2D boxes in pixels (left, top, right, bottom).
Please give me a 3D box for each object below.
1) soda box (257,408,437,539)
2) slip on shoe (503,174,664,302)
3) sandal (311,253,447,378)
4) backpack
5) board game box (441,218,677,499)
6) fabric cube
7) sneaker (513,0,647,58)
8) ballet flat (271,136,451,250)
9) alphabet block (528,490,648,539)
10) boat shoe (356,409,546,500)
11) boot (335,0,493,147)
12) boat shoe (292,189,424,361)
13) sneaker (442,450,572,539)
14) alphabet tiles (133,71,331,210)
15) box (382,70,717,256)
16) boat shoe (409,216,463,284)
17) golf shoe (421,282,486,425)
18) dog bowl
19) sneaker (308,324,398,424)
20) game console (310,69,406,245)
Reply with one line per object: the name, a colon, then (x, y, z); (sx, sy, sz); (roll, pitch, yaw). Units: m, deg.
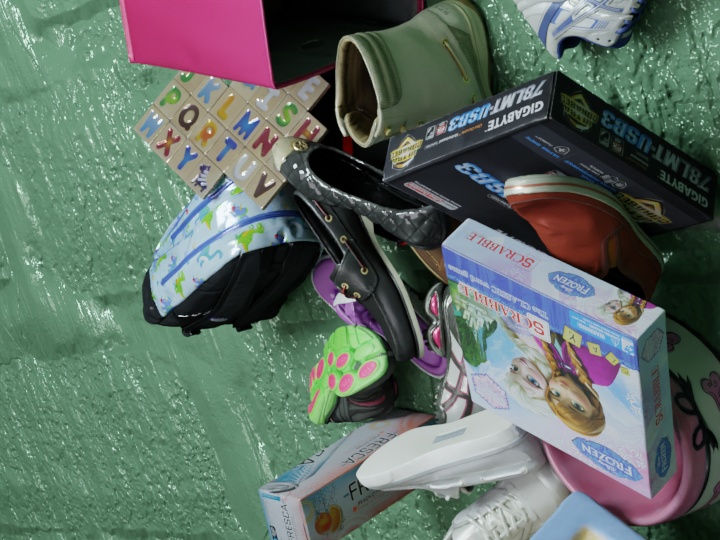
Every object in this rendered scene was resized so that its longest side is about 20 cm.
soda box: (-0.005, 0.208, 1.677); (0.068, 0.200, 0.064); (4, 114, 46)
slip on shoe: (0.183, -0.022, 1.354); (0.074, 0.061, 0.200); (-6, 151, 38)
sandal: (0.017, 0.043, 1.682); (0.202, 0.050, 0.083); (30, 130, 33)
backpack: (-0.121, -0.022, 1.706); (0.200, 0.162, 0.155); (-23, 72, 63)
board game box: (0.166, 0.074, 1.391); (0.200, 0.041, 0.200); (27, 147, 36)
fabric cube: (-0.086, -0.290, 1.499); (0.199, 0.200, 0.197); (14, 120, 43)
sneaker: (0.209, -0.226, 1.331); (0.200, 0.075, 0.088); (-9, 116, 55)
ballet flat: (0.002, -0.082, 1.529); (0.199, 0.066, 0.057); (27, 138, 26)
alphabet block: (0.210, 0.355, 1.486); (0.195, 0.196, 0.200); (37, 160, 29)
boat shoe: (0.086, 0.182, 1.570); (0.199, 0.072, 0.069); (-23, 108, 31)
boot: (0.055, -0.126, 1.468); (0.072, 0.154, 0.201); (2, 110, 46)
boat shoe: (0.000, 0.001, 1.607); (0.202, 0.063, 0.074); (63, 166, 7)
sneaker: (0.139, 0.241, 1.602); (0.078, 0.099, 0.200); (51, 148, 12)
alphabet tiles: (-0.121, -0.152, 1.648); (0.167, 0.008, 0.200); (-50, 54, 5)
box: (0.155, -0.077, 1.378); (0.198, 0.199, 0.050); (-18, 54, 48)
boat shoe: (0.111, -0.007, 1.522); (0.200, 0.072, 0.068); (44, 178, 22)
golf shoe: (0.117, 0.105, 1.592); (0.088, 0.077, 0.201); (1, 111, 40)
dog bowl: (0.240, 0.136, 1.479); (0.200, 0.074, 0.201); (24, 127, 36)
sneaker: (0.003, 0.106, 1.694); (0.200, 0.083, 0.077); (131, 140, -68)
game console: (0.001, -0.133, 1.626); (0.177, 0.031, 0.201); (25, 126, 44)
